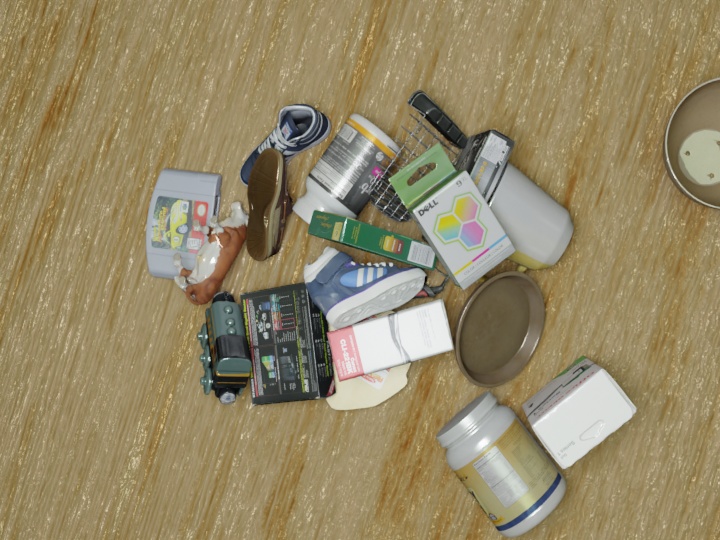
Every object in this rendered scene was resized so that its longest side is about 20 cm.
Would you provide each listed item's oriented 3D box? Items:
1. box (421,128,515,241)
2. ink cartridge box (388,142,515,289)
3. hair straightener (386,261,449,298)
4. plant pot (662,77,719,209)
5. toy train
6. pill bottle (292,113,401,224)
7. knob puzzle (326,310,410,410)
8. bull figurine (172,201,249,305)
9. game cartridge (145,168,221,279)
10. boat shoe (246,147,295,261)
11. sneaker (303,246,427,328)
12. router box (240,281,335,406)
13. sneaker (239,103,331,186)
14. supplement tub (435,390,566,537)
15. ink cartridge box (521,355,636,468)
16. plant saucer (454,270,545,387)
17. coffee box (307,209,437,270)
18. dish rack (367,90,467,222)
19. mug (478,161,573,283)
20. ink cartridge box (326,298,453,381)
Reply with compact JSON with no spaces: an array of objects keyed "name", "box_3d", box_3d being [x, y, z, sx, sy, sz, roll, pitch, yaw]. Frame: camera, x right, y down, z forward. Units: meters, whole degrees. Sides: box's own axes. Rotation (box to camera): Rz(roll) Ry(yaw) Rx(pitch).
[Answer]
[{"name":"box","box_3d":[0.177,-0.131,1.285,0.047,0.158,0.204,25,93,-8]},{"name":"ink cartridge box","box_3d":[0.140,-0.085,1.175,0.103,0.059,0.202,-34,98,-2]},{"name":"hair straightener","box_3d":[0.061,0.017,1.348,0.194,0.041,0.079,-10,71,3]},{"name":"plant pot","box_3d":[0.580,-0.194,1.238,0.194,0.134,0.207,0,88,9]},{"name":"toy train","box_3d":[-0.235,0.131,1.335,0.083,0.202,0.116,6,129,-21]},{"name":"pill bottle","box_3d":[-0.026,-0.162,1.341,0.115,0.116,0.202,37,95,8]},{"name":"knob puzzle","box_3d":[-0.002,0.155,1.368,0.213,0.030,0.227,-1,84,7]},{"name":"bull figurine","box_3d":[-0.260,-0.036,1.361,0.064,0.121,0.204,19,81,30]},{"name":"game cartridge","box_3d":[-0.334,-0.084,1.428,0.129,0.041,0.206,6,90,13]},{"name":"boat shoe","box_3d":[-0.155,-0.119,1.363,0.071,0.071,0.206,20,113,33]},{"name":"sneaker","box_3d":[0.000,0.000,1.299,0.196,0.081,0.148,-23,60,-19]},{"name":"router box","box_3d":[-0.129,0.130,1.352,0.146,0.062,0.206,-9,85,28]},{"name":"sneaker","box_3d":[-0.147,-0.225,1.364,0.198,0.108,0.071,-35,83,6]},{"name":"supplement tub","box_3d":[0.232,0.320,1.274,0.144,0.144,0.201,-39,83,6]},{"name":"ink cartridge box","box_3d":[0.345,0.222,1.230,0.145,0.200,0.085,-40,84,5]},{"name":"plant saucer","box_3d":[0.231,0.097,1.284,0.196,0.029,0.206,-12,112,-30]},{"name":"coffee box","box_3d":[0.023,-0.051,1.277,0.196,0.122,0.045,16,92,-31]},{"name":"dish rack","box_3d":[0.091,-0.184,1.306,0.202,0.152,0.054,-54,50,7]},{"name":"mug","box_3d":[0.268,-0.070,1.301,0.151,0.187,0.151,29,59,0]},{"name":"ink cartridge box","box_3d":[0.056,0.117,1.276,0.195,0.144,0.086,-17,83,6]}]
